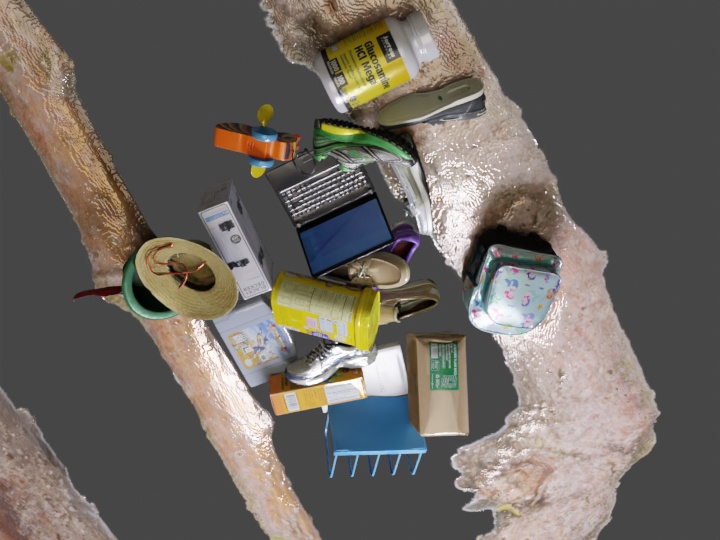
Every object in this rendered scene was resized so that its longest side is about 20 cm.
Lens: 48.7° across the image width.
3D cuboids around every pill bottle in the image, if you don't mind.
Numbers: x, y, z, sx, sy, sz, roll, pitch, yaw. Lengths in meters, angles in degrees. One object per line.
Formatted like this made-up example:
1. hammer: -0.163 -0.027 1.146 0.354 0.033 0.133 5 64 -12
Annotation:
1. pill bottle: 0.029 -0.363 1.368 0.199 0.113 0.113 -25 118 8

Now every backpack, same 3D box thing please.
1. backpack: 0.300 0.036 1.597 0.176 0.151 0.201 11 122 -12

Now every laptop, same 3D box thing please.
1. laptop: -0.058 -0.120 1.497 0.176 0.103 0.201 -24 118 7

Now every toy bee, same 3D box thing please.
1. toy bee: -0.161 -0.222 1.446 0.200 0.109 0.131 38 120 4

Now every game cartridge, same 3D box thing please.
1. game cartridge: -0.210 0.146 1.666 0.133 0.042 0.201 -19 118 10

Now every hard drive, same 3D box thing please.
1. hard drive: 0.001 0.233 1.737 0.199 0.026 0.132 -13 119 2

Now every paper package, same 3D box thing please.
1. paper package: 0.155 0.227 1.624 0.103 0.191 0.201 -2 89 -4

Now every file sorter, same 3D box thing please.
1. file sorter: 0.026 0.367 1.736 0.199 0.139 0.123 1 135 -11

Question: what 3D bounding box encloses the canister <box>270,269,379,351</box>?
1. canister: -0.068 0.077 1.563 0.199 0.087 0.149 14 149 10

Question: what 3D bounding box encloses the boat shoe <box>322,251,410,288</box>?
1. boat shoe: 0.000 0.000 1.532 0.199 0.065 0.073 9 108 32

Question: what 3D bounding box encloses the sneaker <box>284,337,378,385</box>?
1. sneaker: -0.067 0.168 1.647 0.199 0.077 0.086 -20 127 -8

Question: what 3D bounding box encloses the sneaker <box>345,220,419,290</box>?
1. sneaker: 0.042 -0.014 1.575 0.080 0.084 0.200 32 112 -20

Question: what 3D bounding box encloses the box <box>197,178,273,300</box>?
1. box: -0.232 -0.059 1.506 0.060 0.117 0.201 -21 119 6

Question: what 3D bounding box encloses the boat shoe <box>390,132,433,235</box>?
1. boat shoe: 0.094 -0.159 1.511 0.064 0.075 0.203 -15 115 9

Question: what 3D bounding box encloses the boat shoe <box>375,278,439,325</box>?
1. boat shoe: 0.065 0.077 1.629 0.199 0.076 0.072 -22 121 9

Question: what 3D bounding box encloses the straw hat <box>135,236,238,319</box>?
1. straw hat: -0.308 -0.010 1.484 0.200 0.085 0.202 7 129 9

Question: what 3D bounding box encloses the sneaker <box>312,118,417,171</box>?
1. sneaker: 0.008 -0.218 1.445 0.199 0.078 0.086 15 110 14

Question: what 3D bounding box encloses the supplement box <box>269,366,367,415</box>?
1. supplement box: -0.090 0.245 1.679 0.199 0.067 0.069 -10 125 -1

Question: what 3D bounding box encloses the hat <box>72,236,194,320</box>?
1. hat: -0.436 -0.002 1.574 0.199 0.176 0.167 -4 107 -41

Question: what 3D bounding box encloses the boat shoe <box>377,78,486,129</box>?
1. boat shoe: 0.130 -0.286 1.446 0.199 0.072 0.068 -14 140 7
